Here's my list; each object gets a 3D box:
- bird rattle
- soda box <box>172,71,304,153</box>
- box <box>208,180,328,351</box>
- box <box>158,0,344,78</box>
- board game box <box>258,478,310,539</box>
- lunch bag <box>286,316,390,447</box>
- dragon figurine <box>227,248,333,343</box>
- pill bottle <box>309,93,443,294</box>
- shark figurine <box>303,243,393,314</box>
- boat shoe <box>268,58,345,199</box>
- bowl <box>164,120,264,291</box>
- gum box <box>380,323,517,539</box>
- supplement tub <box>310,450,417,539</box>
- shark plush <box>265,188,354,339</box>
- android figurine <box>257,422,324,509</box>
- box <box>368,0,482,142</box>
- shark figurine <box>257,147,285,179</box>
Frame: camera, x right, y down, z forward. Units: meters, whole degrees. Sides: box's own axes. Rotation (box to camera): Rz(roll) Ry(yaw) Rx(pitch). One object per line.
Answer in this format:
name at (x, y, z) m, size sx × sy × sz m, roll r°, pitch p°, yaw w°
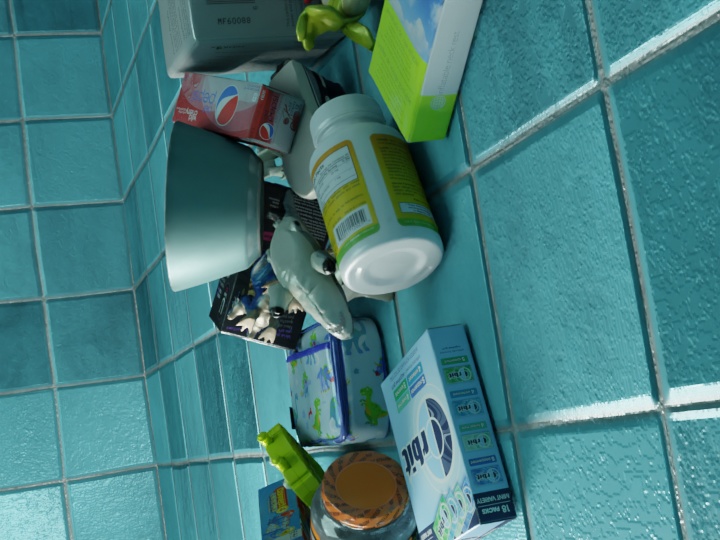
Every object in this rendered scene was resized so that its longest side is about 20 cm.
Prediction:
bird rattle at (-0.014, -0.335, 1.289) m, size 0.163 × 0.112 × 0.200 m, roll 123°, pitch 150°, yaw -43°
soda box at (-0.151, -0.192, 1.385) m, size 0.200 × 0.063 × 0.070 m, roll 19°, pitch 93°, yaw 53°
box at (-0.115, -0.011, 1.502) m, size 0.122 × 0.106 × 0.201 m, roll -150°, pitch 76°, yaw -74°
box at (-0.145, -0.361, 1.440) m, size 0.171 × 0.199 × 0.200 m, roll 164°, pitch 98°, yaw -68°
board game box at (-0.067, 0.397, 1.500) m, size 0.196 × 0.056 × 0.200 m, roll -117°, pitch 4°, yaw -75°
lunch bag at (-0.032, 0.140, 1.456) m, size 0.200 × 0.082 × 0.161 m, roll 156°, pitch 110°, yaw -68°
dragon figurine at (-0.101, 0.018, 1.371) m, size 0.200 × 0.059 × 0.100 m, roll -54°, pitch 22°, yaw 27°
pill bottle at (0.009, -0.085, 1.222) m, size 0.111 × 0.111 × 0.200 m, roll 113°, pitch 146°, yaw -54°
shark figurine at (-0.010, 0.020, 1.349) m, size 0.215 × 0.089 × 0.128 m, roll -51°, pitch 22°, yaw 40°
boat shoe at (-0.044, -0.162, 1.367) m, size 0.075 × 0.093 × 0.200 m, roll -39°, pitch 50°, yaw 37°
bowl at (-0.168, -0.074, 1.358) m, size 0.201 × 0.105 × 0.201 m, roll -179°, pitch 90°, yaw -87°
gum box at (0.085, 0.180, 1.186) m, size 0.170 × 0.044 × 0.200 m, roll 123°, pitch 136°, yaw -61°
supplement tub at (0.003, 0.308, 1.314) m, size 0.123 × 0.122 × 0.200 m, roll -118°, pitch 24°, yaw -47°
shark plush at (-0.066, -0.008, 1.262) m, size 0.091 × 0.083 × 0.200 m, roll -49°, pitch 45°, yaw 13°
android figurine at (-0.068, 0.273, 1.486) m, size 0.182 × 0.041 × 0.200 m, roll 49°, pitch 178°, yaw 45°
box at (0.063, -0.240, 1.118) m, size 0.200 × 0.048 × 0.122 m, roll 104°, pitch 152°, yaw -44°
shark figurine at (-0.094, -0.171, 1.554) m, size 0.214 × 0.128 × 0.090 m, roll 118°, pitch 168°, yaw -77°
